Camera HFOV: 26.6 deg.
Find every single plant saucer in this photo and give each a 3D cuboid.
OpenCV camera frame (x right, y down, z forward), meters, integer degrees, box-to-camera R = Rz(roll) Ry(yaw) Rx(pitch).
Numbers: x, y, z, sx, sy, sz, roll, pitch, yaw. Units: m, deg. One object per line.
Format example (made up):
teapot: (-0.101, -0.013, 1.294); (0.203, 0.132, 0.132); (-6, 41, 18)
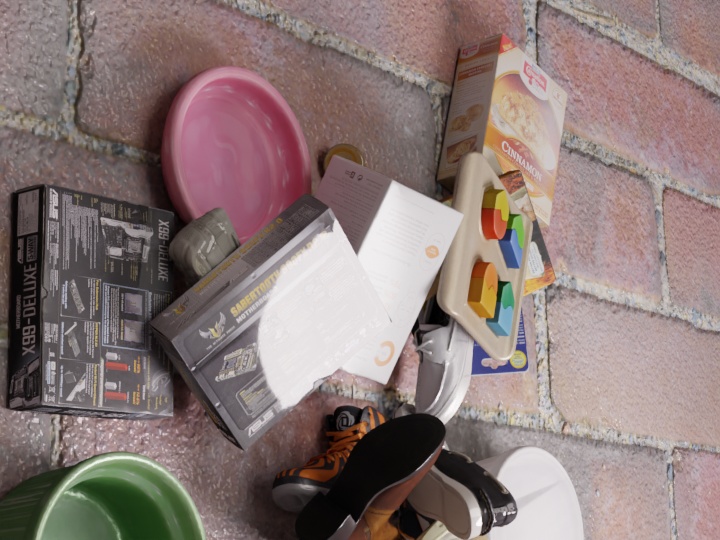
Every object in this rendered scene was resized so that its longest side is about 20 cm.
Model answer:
plant saucer: (-0.133, -0.106, 1.558); (0.200, 0.051, 0.202); (15, 70, -47)

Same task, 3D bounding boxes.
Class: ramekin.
ramekin: (-0.234, 0.260, 1.314); (0.200, 0.097, 0.201); (15, 70, -48)
ramekin: (0.172, 0.310, 1.795); (0.202, 0.094, 0.203); (14, 72, -48)

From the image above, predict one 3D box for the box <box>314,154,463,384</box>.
box: (0.000, 0.000, 1.593); (0.124, 0.097, 0.201); (22, 94, -46)

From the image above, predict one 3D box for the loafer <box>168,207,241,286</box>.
loafer: (-0.120, 0.017, 1.493); (0.070, 0.070, 0.200); (-47, 145, -17)

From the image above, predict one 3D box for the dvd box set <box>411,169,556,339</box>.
dvd box set: (0.128, -0.019, 1.805); (0.199, 0.029, 0.147); (-22, 97, -25)

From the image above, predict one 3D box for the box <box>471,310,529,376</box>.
box: (0.146, 0.029, 1.861); (0.121, 0.032, 0.201); (0, 81, -39)

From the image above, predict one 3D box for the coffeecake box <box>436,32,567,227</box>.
coffeecake box: (0.183, -0.172, 1.936); (0.153, 0.073, 0.201); (34, 56, -40)

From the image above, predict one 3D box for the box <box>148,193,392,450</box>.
box: (-0.082, 0.050, 1.451); (0.200, 0.048, 0.159); (-41, 127, -15)

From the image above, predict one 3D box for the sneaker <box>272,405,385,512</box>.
sneaker: (-0.030, 0.197, 1.605); (0.200, 0.077, 0.113); (20, 62, -58)

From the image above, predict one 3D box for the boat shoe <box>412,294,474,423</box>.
boat shoe: (0.092, 0.076, 1.720); (0.068, 0.072, 0.201); (27, 79, -36)

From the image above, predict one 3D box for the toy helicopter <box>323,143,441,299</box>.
toy helicopter: (0.031, -0.058, 1.698); (0.200, 0.132, 0.079); (58, 11, 1)

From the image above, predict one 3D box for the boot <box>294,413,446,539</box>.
boot: (0.028, 0.251, 1.554); (0.188, 0.068, 0.200); (-49, 150, -16)

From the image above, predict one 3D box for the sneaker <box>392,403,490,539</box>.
sneaker: (0.070, 0.251, 1.709); (0.078, 0.079, 0.201); (9, 50, -52)

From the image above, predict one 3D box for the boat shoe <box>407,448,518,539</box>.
boat shoe: (0.095, 0.220, 1.586); (0.060, 0.200, 0.074); (-9, 103, -21)

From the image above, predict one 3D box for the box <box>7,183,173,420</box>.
box: (-0.243, 0.032, 1.394); (0.157, 0.050, 0.201); (11, 73, -49)

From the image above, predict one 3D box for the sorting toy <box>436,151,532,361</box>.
sorting toy: (0.148, -0.012, 1.692); (0.200, 0.036, 0.186); (39, 57, -58)

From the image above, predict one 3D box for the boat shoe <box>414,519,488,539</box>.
boat shoe: (0.055, 0.334, 1.602); (0.200, 0.066, 0.074); (-43, 164, -8)
